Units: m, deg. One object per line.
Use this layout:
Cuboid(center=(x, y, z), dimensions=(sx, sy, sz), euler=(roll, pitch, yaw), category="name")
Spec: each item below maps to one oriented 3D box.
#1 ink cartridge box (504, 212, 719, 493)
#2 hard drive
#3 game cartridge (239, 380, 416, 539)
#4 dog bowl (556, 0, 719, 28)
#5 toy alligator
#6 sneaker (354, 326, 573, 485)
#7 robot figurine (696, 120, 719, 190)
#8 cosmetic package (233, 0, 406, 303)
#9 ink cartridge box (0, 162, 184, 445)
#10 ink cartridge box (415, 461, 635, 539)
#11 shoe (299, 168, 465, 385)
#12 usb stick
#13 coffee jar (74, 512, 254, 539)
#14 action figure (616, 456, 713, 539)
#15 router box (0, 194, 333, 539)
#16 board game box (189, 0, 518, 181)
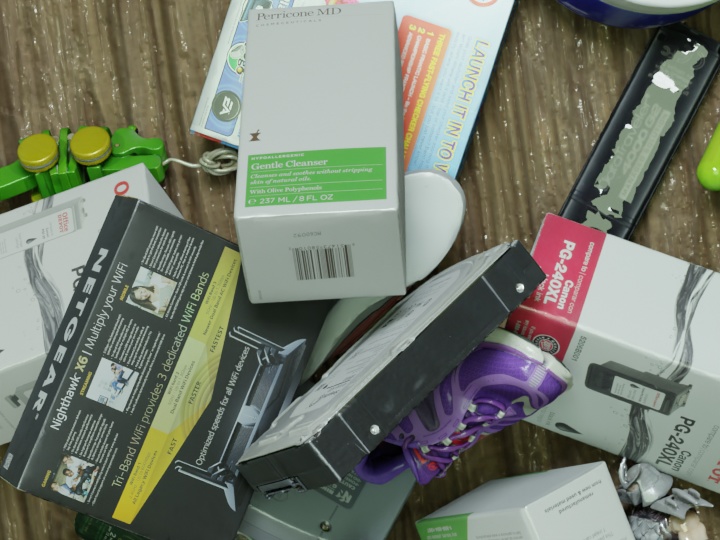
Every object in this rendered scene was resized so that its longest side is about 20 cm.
Cuboid(center=(0.197, 0.061, 1.278), dimensions=(0.198, 0.146, 0.084), euler=(20, 57, 6), category="ink cartridge box")
Cuboid(center=(0.017, 0.064, 1.194), dimensions=(0.200, 0.140, 0.038), euler=(-43, 97, -24), category="hard drive")
Cuboid(center=(-0.061, 0.131, 1.331), dimensions=(0.199, 0.134, 0.041), euler=(30, 129, 4), category="game cartridge")
Cuboid(center=(0.196, -0.271, 1.271), dimensions=(0.198, 0.079, 0.203), euler=(1, 85, -9), category="dog bowl")
Cuboid(center=(-0.186, -0.085, 1.372), dimensions=(0.198, 0.060, 0.055), euler=(-8, 50, 2), category="toy alligator")
Cuboid(center=(0.067, 0.103, 1.263), dimensions=(0.080, 0.199, 0.084), euler=(35, 52, -20), category="sneaker")
Cuboid(center=(0.321, -0.090, 1.269), dimensions=(0.174, 0.115, 0.202), euler=(-3, 105, 47), category="robot figurine")
Cuboid(center=(-0.024, -0.080, 1.219), dimensions=(0.106, 0.085, 0.201), euler=(-4, 48, 3), category="cosmetic package")
Cuboid(center=(-0.221, 0.027, 1.331), dimensions=(0.198, 0.083, 0.148), euler=(-20, 50, 8), category="ink cartridge box")
Cuboid(center=(0.139, 0.248, 1.298), dimensions=(0.084, 0.146, 0.202), euler=(-23, 92, -31), category="ink cartridge box")
Cuboid(center=(0.000, 0.000, 1.325), dimensions=(0.071, 0.091, 0.200), euler=(44, 104, 1), category="shoe")
Cuboid(center=(0.194, -0.081, 1.334), dimensions=(0.055, 0.033, 0.201), euler=(28, 96, 11), category="usb stick")
Cuboid(center=(-0.102, 0.193, 1.357), dimensions=(0.199, 0.085, 0.105), euler=(31, 105, 4), category="coffee jar")
Cuboid(center=(0.224, 0.222, 1.308), dimensions=(0.069, 0.130, 0.202), euler=(-24, 98, -7), category="action figure")
Cuboid(center=(-0.126, 0.073, 1.222), dimensions=(0.156, 0.052, 0.202), euler=(26, 84, -26), category="router box")
Cuboid(center=(0.001, -0.163, 1.340), dimensions=(0.194, 0.056, 0.202), euler=(20, 96, 5), category="board game box")
